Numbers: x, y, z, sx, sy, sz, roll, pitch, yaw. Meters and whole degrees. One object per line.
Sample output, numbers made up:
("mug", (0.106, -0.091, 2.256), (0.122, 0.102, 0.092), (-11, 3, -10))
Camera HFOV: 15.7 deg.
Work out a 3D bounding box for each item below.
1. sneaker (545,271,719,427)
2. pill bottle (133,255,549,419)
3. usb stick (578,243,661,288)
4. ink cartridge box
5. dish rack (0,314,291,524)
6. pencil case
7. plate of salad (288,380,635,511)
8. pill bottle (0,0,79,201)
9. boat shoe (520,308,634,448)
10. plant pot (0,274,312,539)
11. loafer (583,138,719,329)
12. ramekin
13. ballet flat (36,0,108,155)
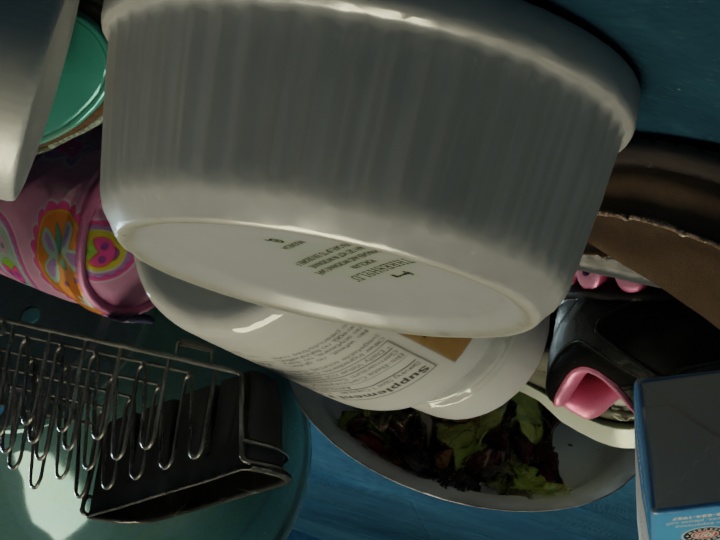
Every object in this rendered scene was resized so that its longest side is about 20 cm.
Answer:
("sneaker", (0.162, 0.040, 1.190), (0.200, 0.095, 0.079), (3, 163, 47))
("pill bottle", (0.000, 0.000, 1.155), (0.114, 0.114, 0.200), (9, 168, 35))
("usb stick", (0.144, -0.006, 1.099), (0.200, 0.033, 0.055), (13, -155, 19))
("ink cartridge box", (0.184, 0.115, 1.182), (0.115, 0.068, 0.200), (-6, 150, 3))
("dish rack", (-0.145, 0.059, 1.132), (0.200, 0.055, 0.153), (16, 158, -29))
("pencil case", (-0.155, -0.037, 1.207), (0.200, 0.088, 0.087), (18, 175, 42))
("plate of salad", (0.060, 0.060, 1.401), (0.200, 0.048, 0.200), (11, -149, -7))
("pill bottle", (-0.210, -0.096, 0.955), (0.200, 0.110, 0.110), (16, 171, -3))
("boat shoe", (0.082, 0.026, 1.340), (0.202, 0.072, 0.060), (23, 136, 37))
("plant pot", (-0.142, 0.062, 1.333), (0.200, 0.200, 0.188), (12, 155, 20))
("loafer", (0.154, -0.003, 1.021), (0.200, 0.071, 0.073), (10, 169, 30))
("ramekin", (-0.004, -0.040, 0.951), (0.202, 0.094, 0.202), (12, 168, 2))
("ballet flat", (-0.154, -0.072, 1.076), (0.200, 0.069, 0.071), (-26, -176, 36))
